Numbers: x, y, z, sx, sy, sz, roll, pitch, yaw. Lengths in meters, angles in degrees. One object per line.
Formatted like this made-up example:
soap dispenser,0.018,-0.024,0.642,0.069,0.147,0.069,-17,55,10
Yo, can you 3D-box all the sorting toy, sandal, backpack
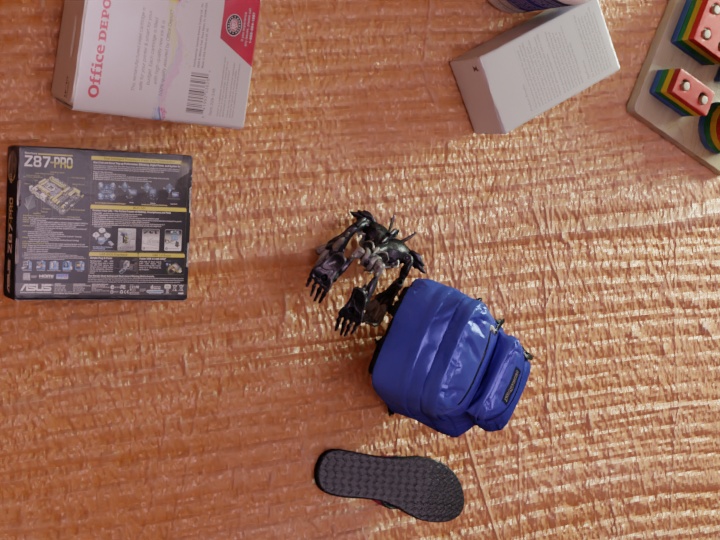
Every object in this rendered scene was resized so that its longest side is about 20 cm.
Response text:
sorting toy,0.484,-0.261,1.947,0.197,0.069,0.202,28,80,-28
sandal,0.035,0.258,1.756,0.197,0.045,0.076,15,81,-15
backpack,0.106,0.100,1.669,0.164,0.166,0.200,-70,159,-12

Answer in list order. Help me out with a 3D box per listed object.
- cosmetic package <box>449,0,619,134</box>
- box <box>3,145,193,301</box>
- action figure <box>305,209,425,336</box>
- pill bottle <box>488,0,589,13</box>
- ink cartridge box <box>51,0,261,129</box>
cosmetic package,0.220,-0.257,1.797,0.199,0.071,0.103,-29,108,-24
box,-0.281,-0.049,1.544,0.198,0.049,0.164,0,96,-29
action figure,0.000,0.000,1.677,0.119,0.102,0.200,44,29,3
pill bottle,0.237,-0.378,1.723,0.118,0.199,0.122,-3,96,-28
ink cartridge box,-0.217,-0.239,1.533,0.198,0.085,0.150,5,101,-29
